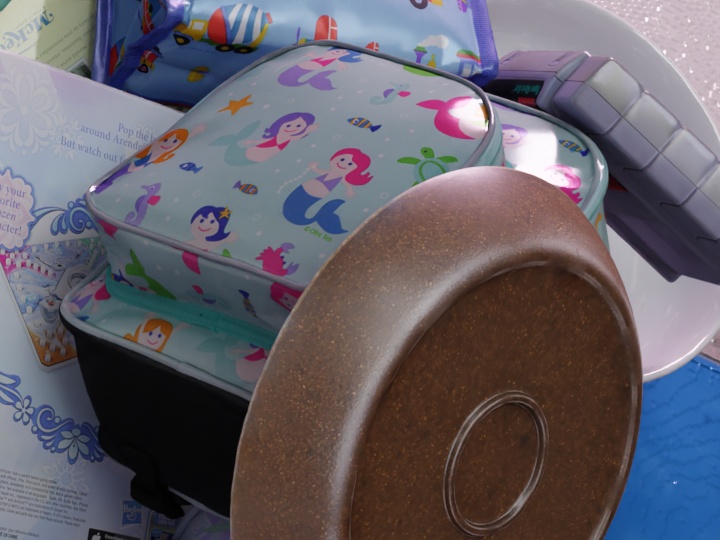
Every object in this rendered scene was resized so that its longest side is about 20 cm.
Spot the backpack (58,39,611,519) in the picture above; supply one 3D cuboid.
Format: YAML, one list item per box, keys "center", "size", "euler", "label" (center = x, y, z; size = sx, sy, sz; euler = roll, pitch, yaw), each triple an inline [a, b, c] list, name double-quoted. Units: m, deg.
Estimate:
- center: [0.000, 0.000, 1.071]
  size: [0.200, 0.177, 0.151]
  euler: [-36, 131, -36]
  label: "backpack"

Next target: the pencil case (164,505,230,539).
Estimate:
- center: [0.010, 0.160, 1.135]
  size: [0.200, 0.083, 0.091]
  euler: [43, 30, -29]
  label: "pencil case"

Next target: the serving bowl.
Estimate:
- center: [0.083, -0.032, 1.303]
  size: [0.200, 0.066, 0.200]
  euler: [13, 64, -28]
  label: "serving bowl"

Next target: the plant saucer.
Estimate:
- center: [0.038, 0.064, 0.978]
  size: [0.200, 0.034, 0.201]
  euler: [-19, 118, -41]
  label: "plant saucer"

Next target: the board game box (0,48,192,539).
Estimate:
- center: [-0.143, 0.018, 1.094]
  size: [0.200, 0.043, 0.199]
  euler: [18, 77, -42]
  label: "board game box"

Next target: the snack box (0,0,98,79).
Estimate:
- center: [-0.080, -0.105, 1.215]
  size: [0.200, 0.037, 0.116]
  euler: [-40, 99, -24]
  label: "snack box"

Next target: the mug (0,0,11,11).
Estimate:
- center: [-0.178, -0.208, 1.114]
  size: [0.152, 0.185, 0.114]
  euler: [35, 41, 26]
  label: "mug"

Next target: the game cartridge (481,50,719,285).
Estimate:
- center: [0.114, -0.042, 1.176]
  size: [0.130, 0.200, 0.038]
  euler: [38, 88, -10]
  label: "game cartridge"

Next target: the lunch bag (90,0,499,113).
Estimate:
- center: [-0.032, -0.165, 1.189]
  size: [0.150, 0.094, 0.200]
  euler: [7, 66, -24]
  label: "lunch bag"
